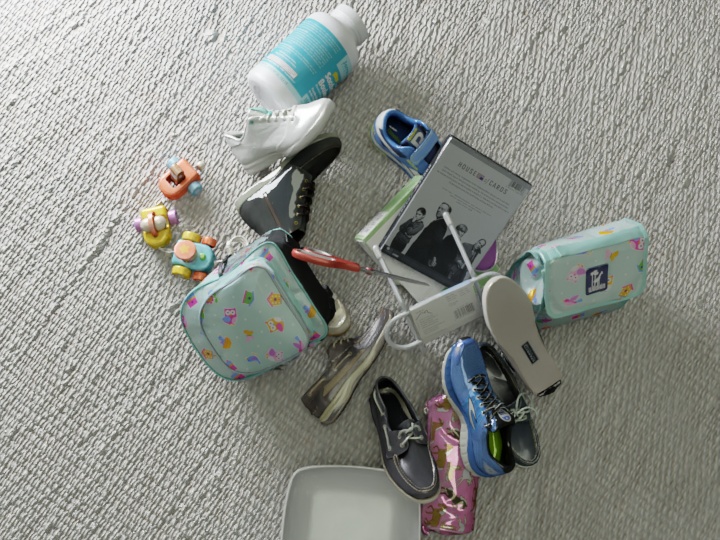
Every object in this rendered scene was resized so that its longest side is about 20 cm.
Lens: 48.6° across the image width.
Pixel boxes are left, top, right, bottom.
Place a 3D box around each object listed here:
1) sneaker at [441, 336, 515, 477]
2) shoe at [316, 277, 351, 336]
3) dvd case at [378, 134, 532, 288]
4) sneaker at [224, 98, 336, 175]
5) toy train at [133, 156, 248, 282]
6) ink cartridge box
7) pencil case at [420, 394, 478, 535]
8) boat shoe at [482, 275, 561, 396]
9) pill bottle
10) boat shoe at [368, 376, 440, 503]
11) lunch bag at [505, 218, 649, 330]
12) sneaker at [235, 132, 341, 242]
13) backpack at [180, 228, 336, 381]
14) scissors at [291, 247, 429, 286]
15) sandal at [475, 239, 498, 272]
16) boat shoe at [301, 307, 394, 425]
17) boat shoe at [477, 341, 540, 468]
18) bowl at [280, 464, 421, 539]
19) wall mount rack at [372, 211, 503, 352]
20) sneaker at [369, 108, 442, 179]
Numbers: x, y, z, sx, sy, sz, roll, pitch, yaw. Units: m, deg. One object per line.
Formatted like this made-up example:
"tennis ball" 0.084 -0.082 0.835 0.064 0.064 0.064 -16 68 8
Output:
"sneaker" 0.176 0.189 1.115 0.078 0.089 0.203 -17 92 -34
"shoe" -0.099 0.032 1.229 0.199 0.053 0.070 36 78 5
"dvd case" 0.140 -0.080 1.188 0.149 0.025 0.201 27 110 -16
"sneaker" -0.129 -0.220 1.215 0.089 0.198 0.076 49 36 -23
"toy train" -0.270 -0.082 1.236 0.150 0.056 0.201 -37 76 -7
"ink cartridge box" 0.108 -0.027 1.259 0.146 0.048 0.200 -45 107 -11
"pencil case" 0.131 0.285 1.171 0.085 0.083 0.204 -2 76 28
"boat shoe" 0.222 0.090 1.180 0.074 0.093 0.202 -29 108 -6
"pill bottle" -0.078 -0.335 1.282 0.111 0.111 0.200 43 79 7
"boat shoe" 0.059 0.236 1.137 0.072 0.063 0.201 -14 44 -11
"lunch bag" 0.321 0.004 1.178 0.168 0.200 0.124 -13 70 -7
"sneaker" -0.089 -0.119 1.246 0.199 0.075 0.107 -40 70 0
"backpack" -0.157 0.064 1.151 0.198 0.154 0.177 -29 103 21
"scissors" 0.000 0.000 1.124 0.197 0.073 0.014 18 98 7
"sandal" 0.168 -0.093 1.226 0.081 0.050 0.206 -20 99 -17
"boat shoe" -0.020 0.134 1.201 0.073 0.075 0.201 32 76 5
"boat shoe" 0.219 0.201 1.204 0.074 0.062 0.203 -19 80 -11
"bowl" -0.016 0.384 1.145 0.196 0.075 0.203 5 77 -3
"wall mount rack" 0.109 0.023 1.178 0.198 0.075 0.175 -25 121 0
"sneaker" 0.100 -0.186 1.274 0.199 0.082 0.074 35 77 3
